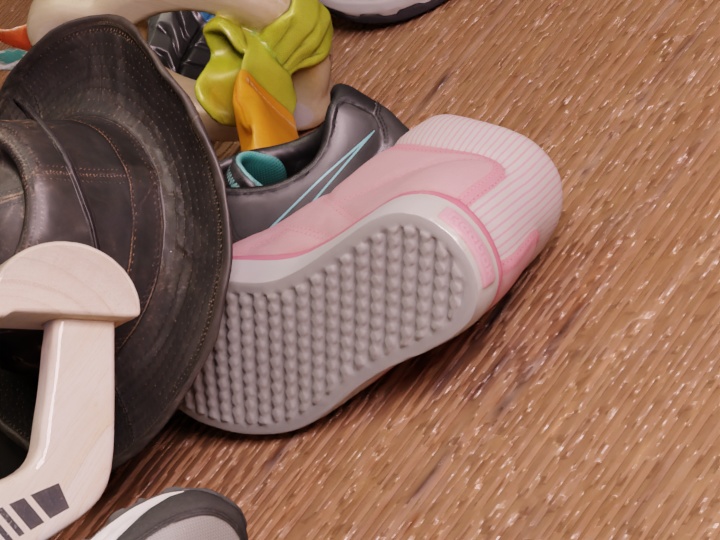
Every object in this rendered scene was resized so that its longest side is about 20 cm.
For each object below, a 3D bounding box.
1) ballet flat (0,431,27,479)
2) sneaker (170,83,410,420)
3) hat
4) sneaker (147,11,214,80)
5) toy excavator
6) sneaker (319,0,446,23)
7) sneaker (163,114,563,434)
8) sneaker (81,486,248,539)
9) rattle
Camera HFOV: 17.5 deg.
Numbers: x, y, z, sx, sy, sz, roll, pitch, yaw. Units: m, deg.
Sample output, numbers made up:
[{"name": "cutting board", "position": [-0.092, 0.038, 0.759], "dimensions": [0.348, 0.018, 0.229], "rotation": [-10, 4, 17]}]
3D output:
[{"name": "ballet flat", "position": [-0.162, 0.035, 1.095], "dimensions": [0.068, 0.069, 0.201], "rotation": [-22, 29, 28]}, {"name": "sneaker", "position": [-0.054, -0.007, 1.005], "dimensions": [0.199, 0.079, 0.076], "rotation": [-33, 24, 15]}, {"name": "hat", "position": [-0.140, -0.006, 0.939], "dimensions": [0.081, 0.202, 0.200], "rotation": [-3, -4, -41]}, {"name": "sneaker", "position": [-0.123, -0.082, 1.268], "dimensions": [0.082, 0.073, 0.200], "rotation": [-38, 12, 45]}, {"name": "toy excavator", "position": [-0.142, 0.110, 0.829], "dimensions": [0.199, 0.195, 0.100], "rotation": [-25, 0, -28]}, {"name": "sneaker", "position": [-0.023, -0.186, 1.230], "dimensions": [0.199, 0.083, 0.072], "rotation": [11, 52, 37]}, {"name": "sneaker", "position": [0.000, 0.000, 0.932], "dimensions": [0.200, 0.076, 0.105], "rotation": [-23, 15, 44]}, {"name": "sneaker", "position": [-0.077, 0.160, 0.766], "dimensions": [0.079, 0.074, 0.201], "rotation": [-5, 46, 37]}, {"name": "rattle", "position": [-0.116, -0.076, 1.133], "dimensions": [0.198, 0.130, 0.144], "rotation": [5, 72, 3]}]
